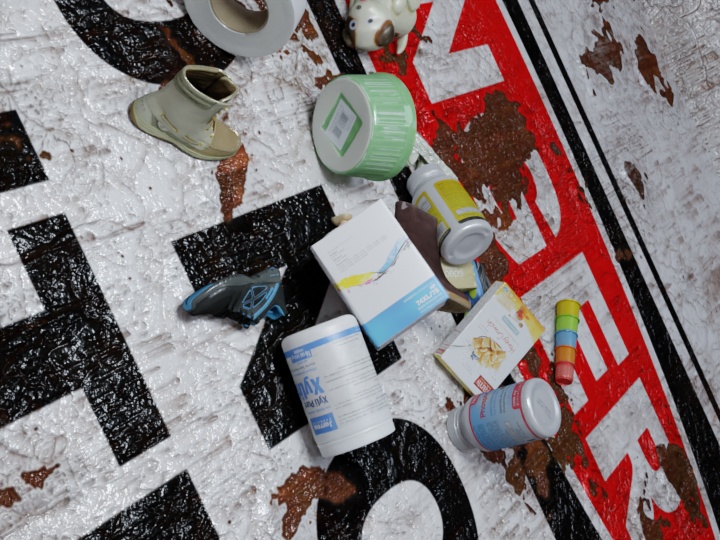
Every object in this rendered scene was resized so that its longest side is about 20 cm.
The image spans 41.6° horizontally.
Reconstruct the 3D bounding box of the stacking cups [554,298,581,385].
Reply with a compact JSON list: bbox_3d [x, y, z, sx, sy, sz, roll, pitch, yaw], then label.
[{"bbox_3d":[0.471,0.165,2.156,0.060,0.060,0.201,32,52,-35],"label":"stacking cups"}]

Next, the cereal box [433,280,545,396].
[{"bbox_3d":[0.254,0.140,1.861,0.200,0.039,0.144,-49,113,-12],"label":"cereal box"}]

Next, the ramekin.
[{"bbox_3d":[0.000,-0.263,1.732,0.097,0.200,0.201,-5,75,-40],"label":"ramekin"}]

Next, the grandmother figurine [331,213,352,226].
[{"bbox_3d":[0.000,0.000,1.713,0.121,0.061,0.201,-1,73,-19],"label":"grandmother figurine"}]

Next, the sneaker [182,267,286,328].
[{"bbox_3d":[-0.185,0.049,1.464,0.200,0.073,0.082,-14,84,-49],"label":"sneaker"}]

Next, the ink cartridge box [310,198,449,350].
[{"bbox_3d":[0.031,0.010,1.598,0.200,0.146,0.147,55,-3,6],"label":"ink cartridge box"}]

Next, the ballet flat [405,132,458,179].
[{"bbox_3d":[0.125,-0.224,1.954,0.200,0.072,0.072,41,46,-27],"label":"ballet flat"}]

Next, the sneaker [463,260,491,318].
[{"bbox_3d":[0.249,0.069,1.942,0.082,0.071,0.201,9,64,-43],"label":"sneaker"}]

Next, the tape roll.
[{"bbox_3d":[-0.195,-0.462,1.603,0.202,0.202,0.071,43,44,-26],"label":"tape roll"}]

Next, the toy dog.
[{"bbox_3d":[0.034,-0.526,1.962,0.200,0.139,0.195,-53,149,-48],"label":"toy dog"}]

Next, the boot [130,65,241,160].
[{"bbox_3d":[-0.236,-0.246,1.484,0.200,0.154,0.072,19,59,-42],"label":"boot"}]

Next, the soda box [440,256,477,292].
[{"bbox_3d":[0.142,0.013,1.856,0.200,0.064,0.068,0,72,-48],"label":"soda box"}]

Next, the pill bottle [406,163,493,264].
[{"bbox_3d":[0.169,-0.117,1.872,0.111,0.111,0.200,14,36,-44],"label":"pill bottle"}]

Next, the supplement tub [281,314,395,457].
[{"bbox_3d":[-0.036,0.183,1.521,0.132,0.132,0.201,-14,82,-50],"label":"supplement tub"}]

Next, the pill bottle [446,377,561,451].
[{"bbox_3d":[0.261,0.273,1.755,0.109,0.200,0.109,24,55,-40],"label":"pill bottle"}]

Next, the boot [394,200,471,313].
[{"bbox_3d":[0.133,-0.024,1.751,0.199,0.072,0.167,25,61,-24],"label":"boot"}]
